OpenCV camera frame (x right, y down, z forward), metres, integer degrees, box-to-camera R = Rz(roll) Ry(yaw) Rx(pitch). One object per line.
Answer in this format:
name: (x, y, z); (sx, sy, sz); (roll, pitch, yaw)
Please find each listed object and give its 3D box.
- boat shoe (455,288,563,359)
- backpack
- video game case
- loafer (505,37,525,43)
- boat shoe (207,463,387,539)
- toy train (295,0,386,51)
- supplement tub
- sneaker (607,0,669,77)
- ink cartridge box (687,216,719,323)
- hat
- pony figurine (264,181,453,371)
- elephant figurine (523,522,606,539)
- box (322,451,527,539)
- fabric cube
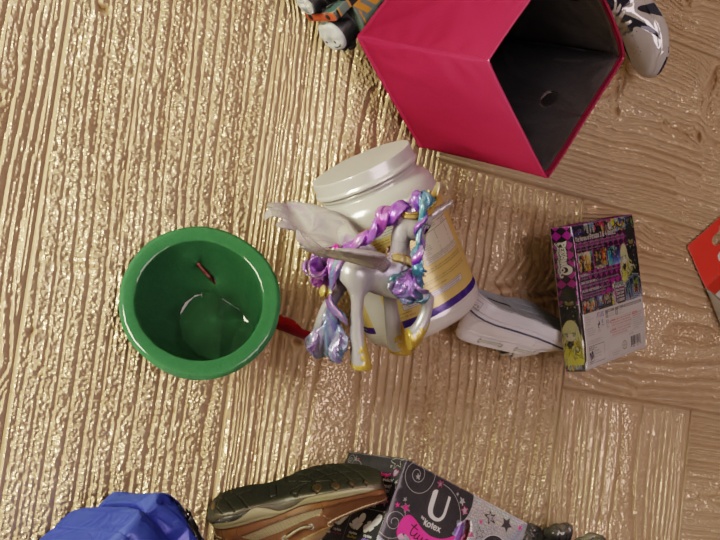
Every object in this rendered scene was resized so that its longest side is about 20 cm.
boat shoe: (0.192, 0.075, 1.714); (0.198, 0.074, 0.067); (21, 110, -38)
backpack: (-0.218, 0.335, 1.372); (0.168, 0.162, 0.202); (-41, 109, -30)
video game case: (0.312, 0.026, 1.764); (0.199, 0.035, 0.184); (-12, 96, -56)
loafer: (0.231, -0.251, 1.736); (0.072, 0.071, 0.203); (-29, 104, -30)
boat shoe: (-0.067, 0.268, 1.497); (0.197, 0.076, 0.075); (-12, 106, 3)
toy train: (0.008, -0.348, 1.588); (0.200, 0.085, 0.115); (-49, 123, -24)
supplement tub: (0.038, -0.032, 1.560); (0.144, 0.145, 0.202); (-31, 106, -30)
sneaker: (0.328, -0.343, 1.801); (0.128, 0.079, 0.202); (-21, 103, -28)
ink cartridge box: (0.572, 0.012, 1.973); (0.162, 0.057, 0.202); (-36, 113, -29)
hat: (-0.158, 0.066, 1.504); (0.198, 0.176, 0.167); (28, 73, 10)
pony figurine: (0.000, 0.000, 1.436); (0.190, 0.167, 0.203); (2, 110, -22)
elephant figurine: (0.271, 0.388, 1.672); (0.153, 0.199, 0.144); (11, 83, -33)
box: (0.074, 0.302, 1.583); (0.199, 0.131, 0.116); (30, 72, -28)
fabric cube: (0.155, -0.259, 1.576); (0.201, 0.198, 0.197); (-55, 135, -19)
